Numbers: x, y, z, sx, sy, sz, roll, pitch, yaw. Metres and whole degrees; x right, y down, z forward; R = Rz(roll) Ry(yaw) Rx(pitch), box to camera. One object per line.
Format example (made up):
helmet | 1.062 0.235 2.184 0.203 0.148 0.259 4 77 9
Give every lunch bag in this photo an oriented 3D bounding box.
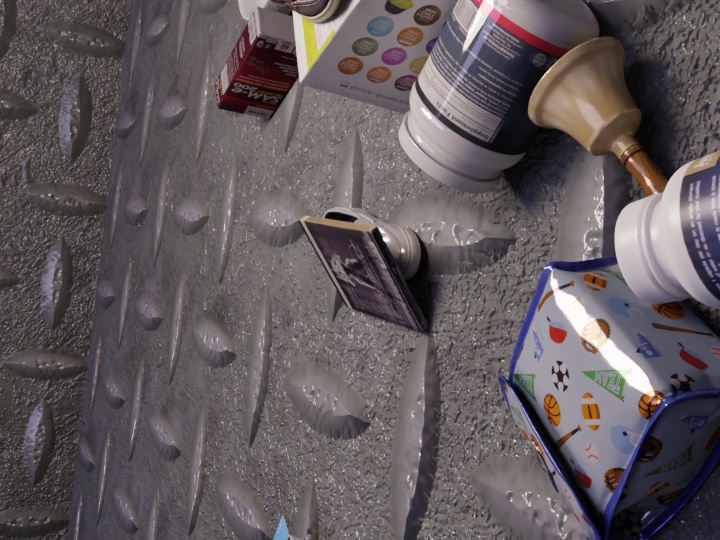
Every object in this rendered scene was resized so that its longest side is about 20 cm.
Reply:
lunch bag | 0.201 0.117 0.679 0.171 0.121 0.203 -119 32 -45

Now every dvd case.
dvd case | 0.000 0.000 1.057 0.199 0.016 0.150 14 137 59

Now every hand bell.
hand bell | 0.241 -0.095 0.706 0.105 0.103 0.202 -54 54 39

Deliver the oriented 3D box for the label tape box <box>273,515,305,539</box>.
label tape box | -0.075 0.468 1.140 0.200 0.065 0.146 53 129 53

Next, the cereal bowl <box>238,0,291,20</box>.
cereal bowl | -0.142 -0.529 1.428 0.199 0.082 0.205 -17 70 57

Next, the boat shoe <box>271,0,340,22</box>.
boat shoe | -0.078 -0.324 0.902 0.200 0.064 0.073 43 120 55

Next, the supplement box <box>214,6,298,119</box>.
supplement box | -0.169 -0.355 1.417 0.200 0.107 0.062 -44 48 48

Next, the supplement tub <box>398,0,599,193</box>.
supplement tub | 0.135 -0.196 0.829 0.202 0.138 0.142 -60 38 35

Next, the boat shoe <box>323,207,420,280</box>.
boat shoe | 0.010 -0.043 1.086 0.200 0.067 0.073 45 122 54

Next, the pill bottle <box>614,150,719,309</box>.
pill bottle | 0.281 -0.035 0.564 0.199 0.109 0.114 -21 67 53

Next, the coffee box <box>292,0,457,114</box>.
coffee box | 0.047 -0.332 0.950 0.197 0.196 0.204 -40 50 50
